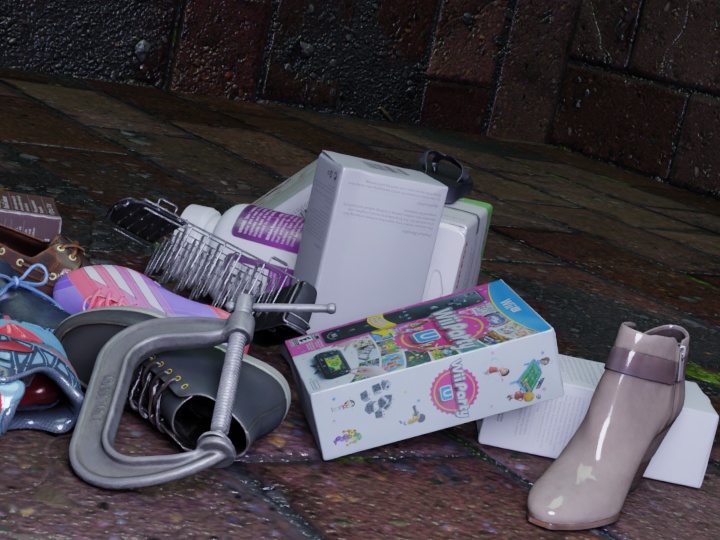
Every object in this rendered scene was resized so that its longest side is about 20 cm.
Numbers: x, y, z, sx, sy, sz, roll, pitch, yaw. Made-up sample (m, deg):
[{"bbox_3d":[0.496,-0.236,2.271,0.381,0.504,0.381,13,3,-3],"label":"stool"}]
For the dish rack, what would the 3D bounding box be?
[{"bbox_3d":[-0.143,0.000,1.272,0.200,0.055,0.153,29,-17,-16],"label":"dish rack"}]

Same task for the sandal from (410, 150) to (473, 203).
[{"bbox_3d":[0.094,-0.111,1.600,0.076,0.043,0.200,11,11,2],"label":"sandal"}]

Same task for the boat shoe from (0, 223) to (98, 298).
[{"bbox_3d":[-0.299,-0.001,1.341,0.199,0.071,0.070,14,11,4],"label":"boat shoe"}]

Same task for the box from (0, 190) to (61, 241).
[{"bbox_3d":[-0.413,-0.046,1.427,0.199,0.075,0.100,6,13,-20],"label":"box"}]

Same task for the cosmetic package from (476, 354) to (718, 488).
[{"bbox_3d":[0.206,0.126,1.244,0.199,0.071,0.101,12,13,0],"label":"cosmetic package"}]

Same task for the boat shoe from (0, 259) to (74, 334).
[{"bbox_3d":[-0.323,0.022,1.201,0.199,0.069,0.084,15,12,15],"label":"boat shoe"}]

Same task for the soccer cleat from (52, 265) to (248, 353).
[{"bbox_3d":[-0.195,0.045,1.250,0.199,0.067,0.076,18,17,14],"label":"soccer cleat"}]

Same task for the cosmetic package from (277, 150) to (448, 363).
[{"bbox_3d":[0.000,0.000,1.316,0.113,0.201,0.081,11,12,-21],"label":"cosmetic package"}]

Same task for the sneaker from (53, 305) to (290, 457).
[{"bbox_3d":[-0.158,0.083,1.073,0.199,0.075,0.106,15,13,9],"label":"sneaker"}]

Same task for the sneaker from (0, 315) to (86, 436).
[{"bbox_3d":[-0.274,0.072,0.975,0.200,0.079,0.096,10,22,-45],"label":"sneaker"}]

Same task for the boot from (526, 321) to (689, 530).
[{"bbox_3d":[0.200,0.115,1.105,0.070,0.147,0.200,21,16,27],"label":"boot"}]

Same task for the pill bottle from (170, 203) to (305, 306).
[{"bbox_3d":[-0.094,-0.007,1.464,0.199,0.113,0.112,15,12,11],"label":"pill bottle"}]

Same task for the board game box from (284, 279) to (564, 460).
[{"bbox_3d":[0.048,0.079,1.150,0.199,0.064,0.148,-14,17,-8],"label":"board game box"}]

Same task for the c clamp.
[{"bbox_3d":[-0.118,0.081,1.000,0.170,0.027,0.200,1,39,11],"label":"c clamp"}]

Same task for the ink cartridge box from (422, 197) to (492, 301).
[{"bbox_3d":[0.079,-0.001,1.526,0.084,0.146,0.200,14,11,11],"label":"ink cartridge box"}]

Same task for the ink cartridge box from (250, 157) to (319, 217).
[{"bbox_3d":[-0.099,-0.063,1.651,0.050,0.161,0.200,56,7,-9],"label":"ink cartridge box"}]
